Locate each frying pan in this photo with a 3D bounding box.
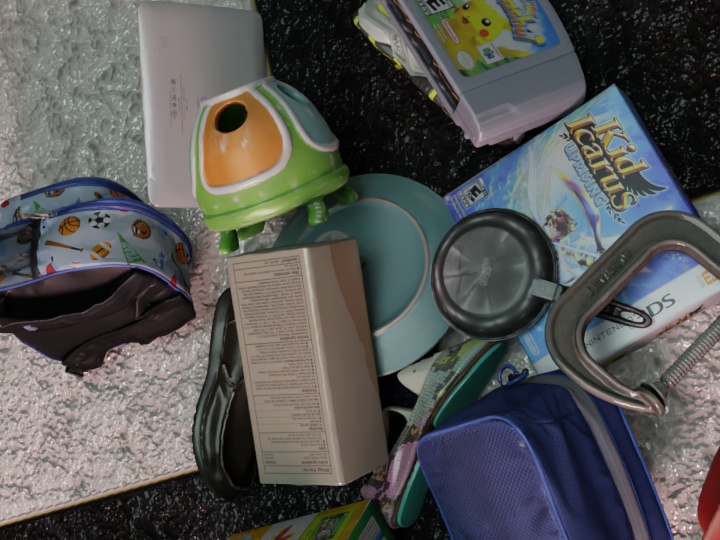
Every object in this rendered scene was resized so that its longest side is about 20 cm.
[{"bbox_3d":[0.135,0.025,1.053,0.190,0.031,0.115,43,100,27],"label":"frying pan"}]

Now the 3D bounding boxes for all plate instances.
[{"bbox_3d":[0.000,0.000,1.141,0.199,0.026,0.201,-7,68,18],"label":"plate"}]

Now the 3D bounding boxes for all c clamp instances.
[{"bbox_3d":[0.251,0.038,0.975,0.200,0.027,0.171,-38,71,-11],"label":"c clamp"}]

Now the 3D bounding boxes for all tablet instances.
[{"bbox_3d":[-0.147,-0.158,1.209,0.014,0.129,0.201,-19,74,61],"label":"tablet"}]

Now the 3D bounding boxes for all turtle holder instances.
[{"bbox_3d":[-0.076,-0.105,1.126,0.140,0.185,0.132,-14,101,39],"label":"turtle holder"}]

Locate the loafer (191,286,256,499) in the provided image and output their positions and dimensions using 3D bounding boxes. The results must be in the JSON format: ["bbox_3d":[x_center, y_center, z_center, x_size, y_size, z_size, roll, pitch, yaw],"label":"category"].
[{"bbox_3d":[-0.107,0.115,1.178,0.071,0.073,0.201,2,85,27],"label":"loafer"}]

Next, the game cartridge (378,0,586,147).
[{"bbox_3d":[0.106,-0.210,1.096,0.201,0.133,0.041,60,153,17],"label":"game cartridge"}]

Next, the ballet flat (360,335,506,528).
[{"bbox_3d":[0.054,0.130,1.110,0.071,0.069,0.201,32,102,28],"label":"ballet flat"}]

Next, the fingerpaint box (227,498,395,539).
[{"bbox_3d":[-0.075,0.295,1.062,0.166,0.200,0.074,-21,106,30],"label":"fingerpaint box"}]

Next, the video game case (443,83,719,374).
[{"bbox_3d":[0.193,-0.026,1.072,0.181,0.045,0.201,-33,72,17],"label":"video game case"}]

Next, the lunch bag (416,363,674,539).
[{"bbox_3d":[0.149,0.171,1.003,0.136,0.132,0.201,-22,89,50],"label":"lunch bag"}]

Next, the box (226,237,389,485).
[{"bbox_3d":[-0.045,0.078,1.081,0.095,0.078,0.201,-4,95,35],"label":"box"}]

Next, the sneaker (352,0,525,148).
[{"bbox_3d":[0.079,-0.190,1.127,0.076,0.075,0.200,-46,73,7],"label":"sneaker"}]

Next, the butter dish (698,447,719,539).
[{"bbox_3d":[0.334,0.157,0.932,0.199,0.148,0.200,24,99,-17],"label":"butter dish"}]

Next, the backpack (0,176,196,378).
[{"bbox_3d":[-0.256,0.003,1.210,0.189,0.200,0.155,-8,68,20],"label":"backpack"}]
